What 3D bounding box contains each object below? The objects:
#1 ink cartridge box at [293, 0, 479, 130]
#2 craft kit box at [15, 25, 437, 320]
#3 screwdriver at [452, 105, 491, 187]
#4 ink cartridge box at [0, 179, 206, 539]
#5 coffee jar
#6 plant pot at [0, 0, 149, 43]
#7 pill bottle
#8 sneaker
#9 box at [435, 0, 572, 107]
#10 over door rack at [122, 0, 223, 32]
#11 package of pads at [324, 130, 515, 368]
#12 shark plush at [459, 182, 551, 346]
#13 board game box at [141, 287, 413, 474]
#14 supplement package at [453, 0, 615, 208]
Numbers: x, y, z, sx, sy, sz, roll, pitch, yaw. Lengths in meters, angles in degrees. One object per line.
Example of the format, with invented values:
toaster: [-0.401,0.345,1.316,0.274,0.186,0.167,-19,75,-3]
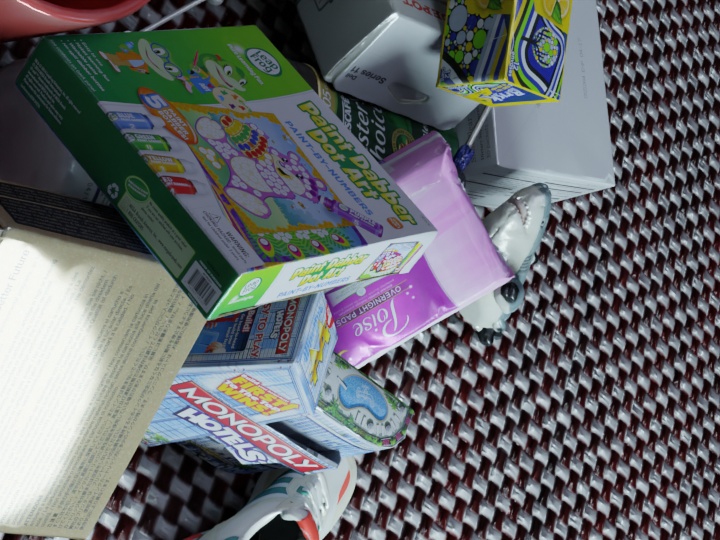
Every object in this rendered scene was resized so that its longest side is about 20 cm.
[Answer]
ink cartridge box: [0.019,-0.221,1.334,0.147,0.083,0.200,15,44,-44]
craft kit box: [-0.078,-0.068,1.063,0.200,0.049,0.197,49,30,19]
screwdriver: [0.091,-0.107,1.331,0.028,0.029,0.200,44,68,-36]
ink cartridge box: [-0.197,0.056,1.021,0.165,0.075,0.200,15,111,-44]
coffee jar: [-0.017,-0.089,1.316,0.200,0.085,0.104,17,69,-43]
plant pot: [-0.235,-0.223,1.052,0.200,0.177,0.201,14,70,-43]
pill bottle: [-0.148,-0.079,1.157,0.200,0.111,0.111,0,80,-46]
sneaker: [-0.047,0.180,1.210,0.200,0.093,0.070,-33,105,-45]
box: [0.112,-0.223,1.254,0.064,0.070,0.200,14,81,-43]
over door rack: [-0.146,-0.251,1.236,0.200,0.067,0.148,-35,99,-31]
package of pads: [0.000,0.000,1.247,0.200,0.076,0.121,-30,107,-4]
shark plush: [0.120,0.011,1.377,0.083,0.091,0.200,-44,147,-20]
board game box: [-0.070,0.077,1.135,0.200,0.200,0.062,38,54,-33]
supplement package: [0.115,-0.163,1.452,0.156,0.111,0.200,6,75,-44]
